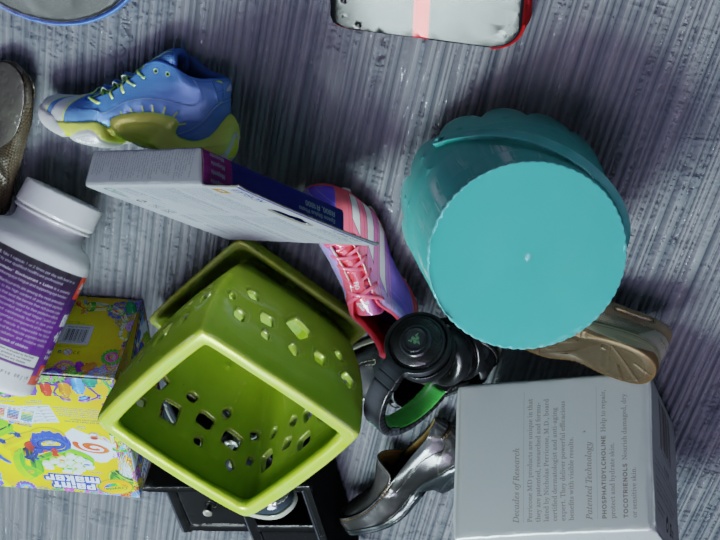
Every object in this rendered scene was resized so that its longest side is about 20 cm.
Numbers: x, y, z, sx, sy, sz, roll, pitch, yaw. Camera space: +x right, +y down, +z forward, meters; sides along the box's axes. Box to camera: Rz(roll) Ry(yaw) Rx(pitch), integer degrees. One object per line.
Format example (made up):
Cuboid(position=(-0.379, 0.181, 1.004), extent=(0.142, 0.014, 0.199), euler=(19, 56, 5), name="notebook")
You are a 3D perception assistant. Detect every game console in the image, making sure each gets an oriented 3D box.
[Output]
Cuboid(position=(0.062, -0.281, 1.409), extent=(0.177, 0.031, 0.200), euler=(10, 133, 10), name="game console")

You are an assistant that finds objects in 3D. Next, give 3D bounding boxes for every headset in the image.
Cuboid(position=(0.066, 0.069, 1.638), extent=(0.094, 0.123, 0.200), euler=(41, 105, 27), name="headset")

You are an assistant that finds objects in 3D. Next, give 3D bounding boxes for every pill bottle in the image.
Cuboid(position=(-0.336, 0.014, 1.650), extent=(0.111, 0.111, 0.200), euler=(25, 91, -11), name="pill bottle")

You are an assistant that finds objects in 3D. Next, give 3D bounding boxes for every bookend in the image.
Cuboid(position=(-0.122, 0.278, 1.914), extent=(0.200, 0.092, 0.199), euler=(-1, 132, 15), name="bookend")

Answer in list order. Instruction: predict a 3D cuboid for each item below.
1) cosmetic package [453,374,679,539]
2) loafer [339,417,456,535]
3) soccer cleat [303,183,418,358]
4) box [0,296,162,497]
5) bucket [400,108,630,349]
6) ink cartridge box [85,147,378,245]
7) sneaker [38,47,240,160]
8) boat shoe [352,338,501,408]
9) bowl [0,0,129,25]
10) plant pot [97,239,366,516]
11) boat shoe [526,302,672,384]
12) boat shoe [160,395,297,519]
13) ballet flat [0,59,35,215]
Cuboid(position=(0.213, 0.213, 1.700), extent=(0.200, 0.166, 0.167), euler=(-6, 155, 18), name="cosmetic package")
Cuboid(position=(0.044, 0.226, 1.853), extent=(0.200, 0.073, 0.072), euler=(-37, 108, 26), name="loafer")
Cuboid(position=(0.000, 0.000, 1.643), extent=(0.067, 0.077, 0.200), euler=(-14, 128, 24), name="soccer cleat")
Cuboid(position=(-0.333, 0.134, 1.808), extent=(0.200, 0.122, 0.193), euler=(4, 133, 8), name="box")
Cuboid(position=(0.140, -0.036, 1.494), extent=(0.207, 0.135, 0.207), euler=(-2, 112, -4), name="bucket")
Cuboid(position=(-0.114, -0.067, 1.527), extent=(0.200, 0.043, 0.196), euler=(2, 167, 40), name="ink cartridge box")
Cuboid(position=(-0.203, -0.164, 1.555), extent=(0.200, 0.076, 0.105), euler=(12, 107, 11), name="sneaker")
Cuboid(position=(0.051, 0.112, 1.741), extent=(0.199, 0.066, 0.075), euler=(-10, 130, 20), name="boat shoe")
Cuboid(position=(-0.274, -0.301, 1.452), extent=(0.200, 0.039, 0.201), euler=(6, 133, 7), name="bowl")
Cuboid(position=(-0.118, 0.097, 1.686), extent=(0.200, 0.182, 0.199), euler=(35, 130, -20), name="plant pot")
Cuboid(position=(0.209, 0.047, 1.651), extent=(0.200, 0.065, 0.072), euler=(20, 142, 19), name="boat shoe")
Cuboid(position=(-0.145, 0.193, 1.808), extent=(0.200, 0.075, 0.062), euler=(41, 151, 34), name="boat shoe")
Cuboid(position=(-0.350, -0.125, 1.631), extent=(0.067, 0.046, 0.200), euler=(39, 131, 21), name="ballet flat")
